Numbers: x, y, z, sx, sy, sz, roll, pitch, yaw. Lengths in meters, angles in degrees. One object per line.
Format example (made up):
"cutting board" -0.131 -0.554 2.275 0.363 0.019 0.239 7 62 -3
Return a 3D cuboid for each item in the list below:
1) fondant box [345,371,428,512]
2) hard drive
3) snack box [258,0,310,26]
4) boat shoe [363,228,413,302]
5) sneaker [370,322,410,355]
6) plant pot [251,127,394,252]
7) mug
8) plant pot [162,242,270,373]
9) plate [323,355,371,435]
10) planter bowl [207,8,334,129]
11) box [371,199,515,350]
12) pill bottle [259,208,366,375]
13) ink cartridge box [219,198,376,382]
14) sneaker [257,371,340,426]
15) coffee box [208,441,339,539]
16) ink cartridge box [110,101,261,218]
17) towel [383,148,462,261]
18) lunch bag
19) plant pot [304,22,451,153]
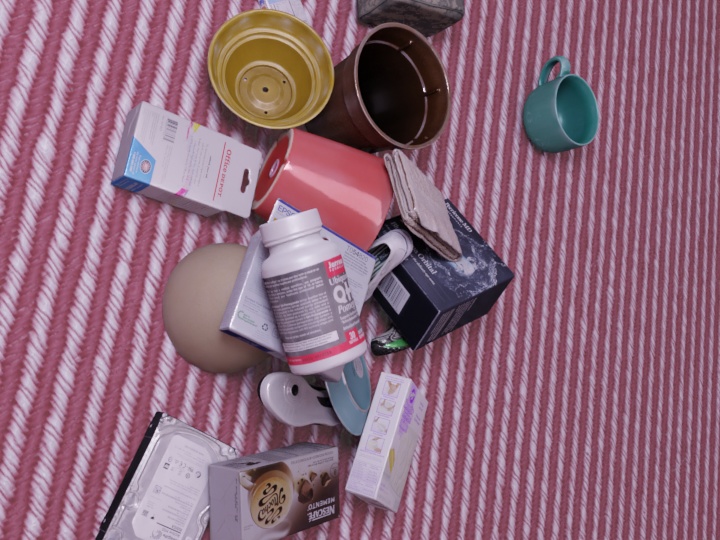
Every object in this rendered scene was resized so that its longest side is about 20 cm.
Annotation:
"fondant box" 0.049 0.291 1.248 0.145 0.058 0.202 56 48 -60
"hard drive" -0.274 0.323 1.057 0.139 0.038 0.202 36 66 -28
"snack box" -0.148 -0.486 1.252 0.071 0.024 0.202 -28 102 -35
"boat shoe" 0.000 0.000 1.204 0.074 0.200 0.066 52 36 13
"sneaker" 0.079 0.088 1.334 0.199 0.078 0.086 -36 99 -43
"plant pot" -0.068 -0.123 1.179 0.176 0.200 0.203 26 70 -23
"mug" 0.431 -0.348 1.613 0.151 0.114 0.187 30 67 -30
"plant pot" -0.175 0.053 1.102 0.198 0.134 0.203 5 82 -37
"plate" -0.018 0.164 1.200 0.200 0.025 0.203 -18 90 -75
"planter bowl" -0.147 -0.304 1.179 0.198 0.083 0.203 4 75 -16
"box" 0.124 0.001 1.289 0.199 0.118 0.197 -21 63 -37
"pill bottle" -0.068 0.026 0.981 0.110 0.110 0.203 -20 96 -36
"ink cartridge box" -0.084 0.031 1.063 0.198 0.040 0.202 31 67 -30
"sneaker" -0.119 0.201 1.133 0.199 0.111 0.074 32 63 -52
"coffee box" -0.126 0.334 1.115 0.199 0.079 0.115 1 87 -48
"ink cartridge box" -0.256 -0.155 1.106 0.198 0.067 0.117 19 74 -33
"towel" 0.104 -0.101 1.178 0.200 0.034 0.134 30 41 -57
"lunch bag" 0.090 -0.541 1.365 0.198 0.139 0.170 -1 86 -37
"plant pot" 0.015 -0.282 1.243 0.198 0.197 0.203 4 83 -35
